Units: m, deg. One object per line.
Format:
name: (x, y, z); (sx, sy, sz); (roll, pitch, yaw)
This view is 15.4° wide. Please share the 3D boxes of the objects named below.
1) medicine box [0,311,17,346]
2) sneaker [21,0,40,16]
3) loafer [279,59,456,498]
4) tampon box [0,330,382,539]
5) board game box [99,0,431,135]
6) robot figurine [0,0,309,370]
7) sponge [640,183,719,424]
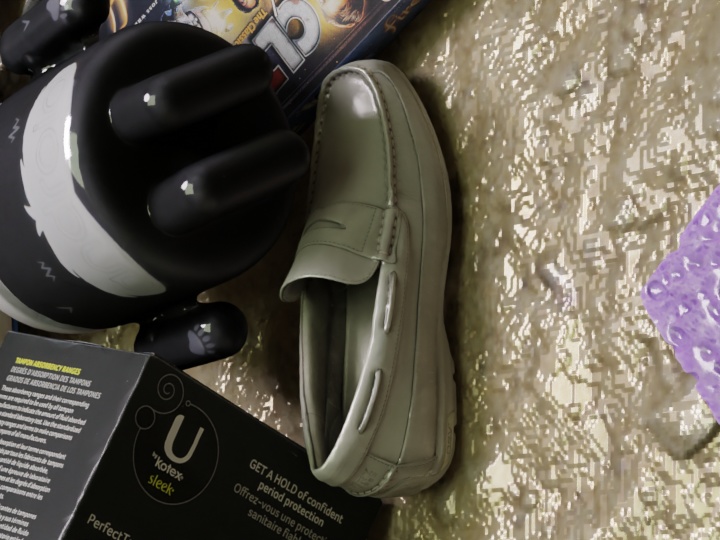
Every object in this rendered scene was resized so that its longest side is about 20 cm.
medicine box: (-0.245, -0.050, 1.403); (0.182, 0.102, 0.201); (101, 157, -63)
sneaker: (-0.107, -0.201, 1.367); (0.200, 0.075, 0.116); (-43, 39, 36)
loafer: (0.000, 0.000, 1.181); (0.070, 0.070, 0.201); (-24, 65, 45)
tampon box: (-0.115, 0.151, 1.180); (0.126, 0.150, 0.201); (6, 67, 53)
board game box: (-0.048, -0.140, 1.257); (0.200, 0.035, 0.136); (-44, 75, 37)
robot figurine: (-0.107, -0.042, 1.220); (0.200, 0.124, 0.151); (-22, 53, 53)
sponge: (0.189, -0.024, 0.988); (0.200, 0.030, 0.112); (-57, 45, 28)
